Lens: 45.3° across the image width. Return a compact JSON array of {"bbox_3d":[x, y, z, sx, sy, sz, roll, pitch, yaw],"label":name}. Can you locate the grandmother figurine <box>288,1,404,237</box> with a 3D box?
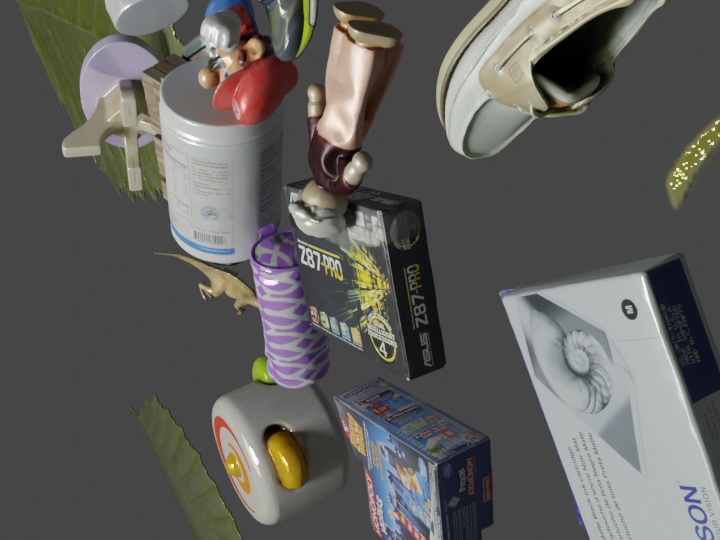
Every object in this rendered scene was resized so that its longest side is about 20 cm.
[{"bbox_3d":[-0.016,-0.111,0.716,0.121,0.061,0.200,-107,28,-51],"label":"grandmother figurine"}]

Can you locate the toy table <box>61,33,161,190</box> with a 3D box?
[{"bbox_3d":[-0.331,-0.218,1.228,0.200,0.184,0.117,84,171,-56],"label":"toy table"}]

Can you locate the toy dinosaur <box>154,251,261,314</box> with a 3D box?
[{"bbox_3d":[-0.184,0.015,1.174,0.200,0.058,0.101,34,164,-12],"label":"toy dinosaur"}]

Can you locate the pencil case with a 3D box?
[{"bbox_3d":[-0.082,0.044,0.994,0.085,0.084,0.200,35,140,39],"label":"pencil case"}]

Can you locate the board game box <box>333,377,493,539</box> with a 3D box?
[{"bbox_3d":[0.050,0.205,0.871,0.200,0.062,0.200,38,141,52],"label":"board game box"}]

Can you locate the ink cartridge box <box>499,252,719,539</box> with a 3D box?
[{"bbox_3d":[0.163,0.099,0.572,0.200,0.041,0.200,-21,90,66],"label":"ink cartridge box"}]

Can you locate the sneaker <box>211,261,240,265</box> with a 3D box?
[{"bbox_3d":[-0.199,-0.101,1.143,0.090,0.078,0.200,-10,101,61],"label":"sneaker"}]

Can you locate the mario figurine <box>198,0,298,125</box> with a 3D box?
[{"bbox_3d":[-0.139,-0.231,0.847,0.106,0.123,0.200,-28,70,29],"label":"mario figurine"}]

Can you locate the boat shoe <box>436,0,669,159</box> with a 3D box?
[{"bbox_3d":[0.102,-0.120,0.489,0.068,0.075,0.200,66,156,22],"label":"boat shoe"}]

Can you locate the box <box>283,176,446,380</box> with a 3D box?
[{"bbox_3d":[0.000,0.000,0.832,0.200,0.049,0.161,23,125,58],"label":"box"}]

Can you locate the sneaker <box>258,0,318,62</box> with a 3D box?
[{"bbox_3d":[-0.096,-0.284,0.771,0.074,0.081,0.200,13,120,63],"label":"sneaker"}]

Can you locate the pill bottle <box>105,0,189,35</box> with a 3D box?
[{"bbox_3d":[-0.289,-0.399,1.049,0.200,0.114,0.114,67,156,6],"label":"pill bottle"}]

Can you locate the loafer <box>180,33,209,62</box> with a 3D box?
[{"bbox_3d":[-0.190,-0.232,1.031,0.200,0.072,0.063,-11,105,64],"label":"loafer"}]

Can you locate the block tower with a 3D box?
[{"bbox_3d":[-0.211,-0.160,1.025,0.058,0.054,0.200,34,144,24],"label":"block tower"}]

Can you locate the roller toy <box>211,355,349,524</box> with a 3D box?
[{"bbox_3d":[-0.112,0.235,1.140,0.200,0.140,0.183,47,148,40],"label":"roller toy"}]

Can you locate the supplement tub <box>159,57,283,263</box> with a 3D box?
[{"bbox_3d":[-0.151,-0.118,0.958,0.132,0.132,0.200,52,150,34],"label":"supplement tub"}]
